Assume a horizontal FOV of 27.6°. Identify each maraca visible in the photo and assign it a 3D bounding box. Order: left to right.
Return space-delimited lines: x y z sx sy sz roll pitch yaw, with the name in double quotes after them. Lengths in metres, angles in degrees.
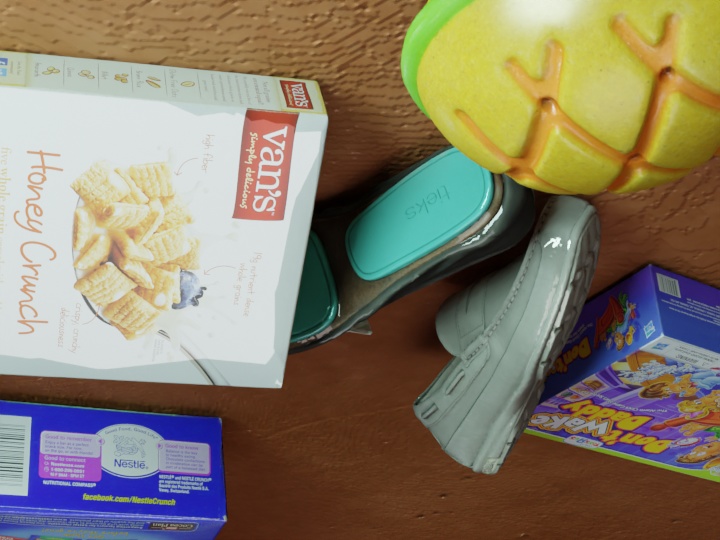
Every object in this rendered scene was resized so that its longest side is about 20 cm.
0.111 -0.089 0.526 0.198 0.108 0.137 -15 156 18 "maraca"

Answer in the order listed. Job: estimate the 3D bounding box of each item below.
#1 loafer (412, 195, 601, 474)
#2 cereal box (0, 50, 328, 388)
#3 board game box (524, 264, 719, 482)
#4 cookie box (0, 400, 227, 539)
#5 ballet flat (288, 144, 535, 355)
0.072 0.033 0.777 0.069 0.070 0.201 29 136 11 "loafer"
-0.121 -0.020 0.633 0.198 0.040 0.145 3 122 -12 "cereal box"
0.198 0.069 0.879 0.199 0.045 0.134 17 145 -33 "board game box"
-0.193 0.162 0.964 0.169 0.076 0.200 6 149 -18 "cookie box"
0.000 0.000 0.717 0.199 0.069 0.068 -21 160 27 "ballet flat"
